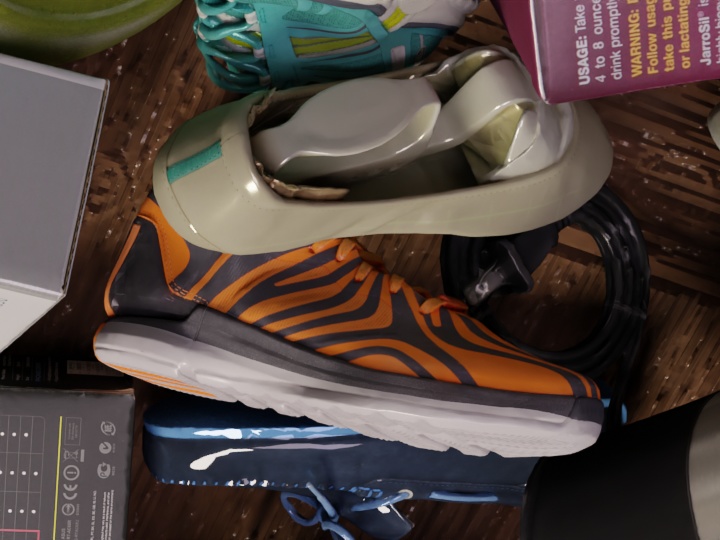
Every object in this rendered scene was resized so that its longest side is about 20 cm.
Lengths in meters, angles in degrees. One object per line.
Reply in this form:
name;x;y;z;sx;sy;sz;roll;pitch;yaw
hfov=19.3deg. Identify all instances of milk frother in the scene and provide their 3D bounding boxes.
milk frother;0.145;0.040;0.772;0.188;0.181;0.200;-27;117;38

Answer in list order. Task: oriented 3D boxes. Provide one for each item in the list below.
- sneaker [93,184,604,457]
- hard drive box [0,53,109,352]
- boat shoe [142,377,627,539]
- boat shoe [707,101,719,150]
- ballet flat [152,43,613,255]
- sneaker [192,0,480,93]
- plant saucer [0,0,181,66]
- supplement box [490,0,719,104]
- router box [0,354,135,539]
sneaker;0.000;0.000;0.773;0.200;0.078;0.112;12;80;19
hard drive box;-0.201;-0.036;0.717;0.200;0.156;0.077;14;77;-16
boat shoe;0.012;0.082;0.858;0.200;0.084;0.069;0;107;-6
boat shoe;0.222;-0.024;0.850;0.200;0.072;0.062;40;132;-22
ballet flat;0.024;-0.046;0.732;0.200;0.069;0.070;-14;125;-36
sneaker;-0.025;-0.091;0.712;0.080;0.078;0.200;-47;157;16
plant saucer;-0.089;-0.154;0.681;0.200;0.031;0.200;-26;131;-35
supplement box;0.142;-0.140;0.729;0.200;0.131;0.103;-10;119;-4
router box;-0.170;0.132;0.840;0.150;0.062;0.200;3;100;-10
